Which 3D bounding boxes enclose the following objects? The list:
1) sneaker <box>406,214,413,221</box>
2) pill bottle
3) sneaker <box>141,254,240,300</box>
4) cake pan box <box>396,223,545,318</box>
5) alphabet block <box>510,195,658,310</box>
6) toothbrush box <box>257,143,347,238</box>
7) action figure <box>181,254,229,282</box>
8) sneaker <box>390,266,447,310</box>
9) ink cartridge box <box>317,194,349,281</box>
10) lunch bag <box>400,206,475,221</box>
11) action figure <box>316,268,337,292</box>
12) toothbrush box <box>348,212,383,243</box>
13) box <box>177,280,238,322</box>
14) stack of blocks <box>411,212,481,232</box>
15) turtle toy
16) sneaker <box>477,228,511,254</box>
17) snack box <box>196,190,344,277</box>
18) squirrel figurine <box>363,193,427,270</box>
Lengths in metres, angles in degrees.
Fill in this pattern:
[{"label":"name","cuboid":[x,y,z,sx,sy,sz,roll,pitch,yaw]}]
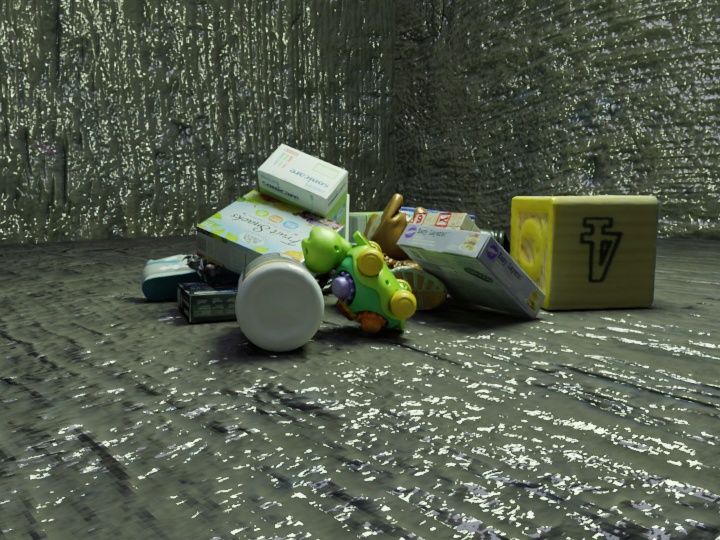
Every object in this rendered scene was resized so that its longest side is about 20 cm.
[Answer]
[{"label":"sneaker","cuboid":[0.041,-0.049,1.443,0.199,0.075,0.088,-31,-30,-6]},{"label":"pill bottle","cuboid":[-0.117,0.036,0.913,0.115,0.118,0.200,-1,8,-9]},{"label":"sneaker","cuboid":[-0.323,0.004,1.266,0.198,0.077,0.081,-2,37,-20]},{"label":"cake pan box","cuboid":[0.178,-0.001,1.073,0.184,0.053,0.199,42,-17,-33]},{"label":"alphabet block","cuboid":[0.402,-0.040,1.198,0.198,0.198,0.195,-1,5,-8]},{"label":"toothbrush box","cuboid":[-0.107,-0.117,1.237,0.145,0.201,0.086,24,56,16]},{"label":"action figure","cuboid":[-0.227,-0.026,1.198,0.198,0.070,0.130,-4,34,-11]},{"label":"sneaker","cuboid":[0.073,0.025,1.170,0.199,0.076,0.087,5,9,33]},{"label":"ink cartridge box","cuboid":[-0.107,-0.075,1.488,0.144,0.202,0.084,3,5,27]},{"label":"lunch bag","cuboid":[0.150,-0.064,1.499,0.198,0.152,0.094,6,7,-2]},{"label":"action figure","cuboid":[-0.103,-0.013,1.343,0.199,0.103,0.119,1,40,31]},{"label":"toothbrush box","cuboid":[0.060,-0.068,1.577,0.199,0.147,0.086,-6,9,-44]},{"label":"box","cuboid":[-0.205,0.047,1.119,0.198,0.046,0.159,-3,7,-23]},{"label":"stack of blocks","cuboid":[0.186,-0.025,1.199,0.115,0.059,0.200,6,-28,45]},{"label":"turtle toy","cuboid":[-0.002,0.012,0.955,0.101,0.200,0.146,-38,5,5]},{"label":"sneaker","cuboid":[0.255,-0.019,1.325,0.098,0.071,0.200,6,-28,15]},{"label":"snack box","cuboid":[-0.153,-0.052,1.124,0.199,0.068,0.169,21,37,20]},{"label":"squirrel figurine","cuboid":[0.100,-0.026,1.313,0.186,0.201,0.141,28,-30,-14]}]
